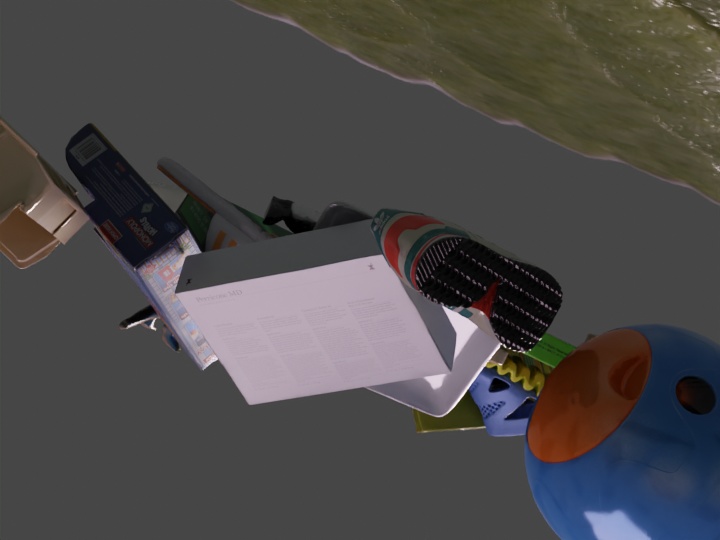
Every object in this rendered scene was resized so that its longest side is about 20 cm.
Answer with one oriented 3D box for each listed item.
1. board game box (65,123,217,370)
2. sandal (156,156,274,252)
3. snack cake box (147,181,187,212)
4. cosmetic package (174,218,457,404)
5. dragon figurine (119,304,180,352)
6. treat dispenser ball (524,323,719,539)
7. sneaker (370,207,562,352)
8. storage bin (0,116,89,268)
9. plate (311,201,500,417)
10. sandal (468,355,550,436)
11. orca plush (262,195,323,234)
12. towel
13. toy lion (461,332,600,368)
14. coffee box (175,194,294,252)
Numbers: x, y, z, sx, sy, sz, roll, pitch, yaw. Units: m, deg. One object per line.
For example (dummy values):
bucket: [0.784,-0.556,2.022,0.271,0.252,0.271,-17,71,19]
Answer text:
board game box: [-0.188,-0.009,1.582,0.200,0.062,0.200,44,168,43]
sandal: [-0.125,-0.028,1.585,0.206,0.059,0.079,38,180,27]
snack cake box: [-0.137,-0.023,1.846,0.200,0.067,0.115,27,171,-36]
cosmetic package: [-0.036,0.037,1.465,0.199,0.052,0.151,-10,135,22]
dragon figurine: [-0.169,0.026,1.711,0.059,0.100,0.200,34,-168,35]
treat dispenser ball: [0.231,0.143,1.366,0.200,0.202,0.201,22,174,2]
sneaker: [0.083,-0.001,1.355,0.093,0.070,0.199,40,-171,40]
storage bin: [-0.351,-0.102,1.524,0.198,0.094,0.200,43,175,6]
plate: [0.028,0.031,1.504,0.199,0.032,0.200,24,135,-10]
sandal: [0.149,0.130,1.718,0.199,0.087,0.079,29,-170,-1]
orca plush: [0.000,0.000,1.548,0.199,0.071,0.105,24,173,-12]
towel: [0.135,0.122,1.769,0.199,0.086,0.018,-1,156,-31]
toy lion: [0.154,0.064,1.655,0.199,0.069,0.192,26,180,-26]
coffee box: [-0.085,-0.008,1.728,0.199,0.044,0.123,27,-164,-33]
